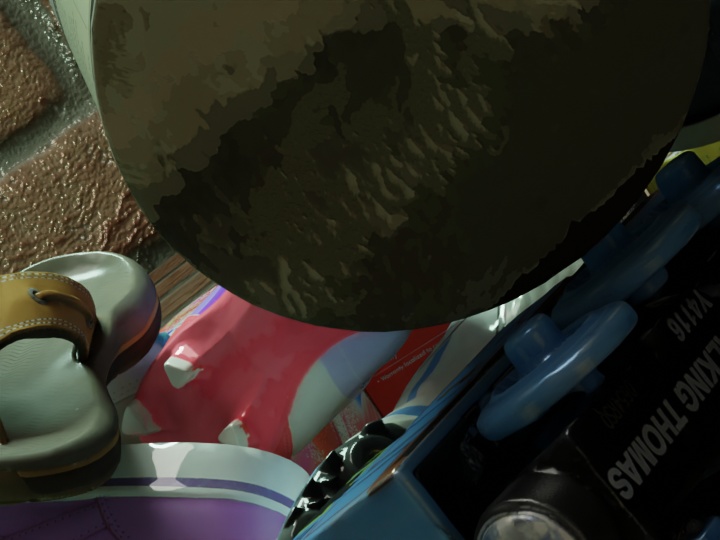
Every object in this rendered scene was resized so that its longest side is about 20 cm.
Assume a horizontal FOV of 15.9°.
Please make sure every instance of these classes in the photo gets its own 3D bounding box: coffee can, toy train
[{"bbox_3d":[-0.013,-0.091,0.663,0.146,0.147,0.200,-34,27,2],"label":"coffee can"},{"bbox_3d":[0.062,0.041,0.656,0.114,0.087,0.200,-38,3,35],"label":"toy train"}]

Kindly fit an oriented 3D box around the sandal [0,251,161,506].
[{"bbox_3d":[-0.103,0.021,0.772,0.081,0.055,0.200,-4,18,11],"label":"sandal"}]

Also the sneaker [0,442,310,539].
[{"bbox_3d":[-0.114,0.116,0.777,0.199,0.073,0.115,-7,63,28],"label":"sneaker"}]

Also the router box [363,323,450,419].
[{"bbox_3d":[0.014,-0.024,0.968,0.049,0.180,0.200,-32,6,14],"label":"router box"}]

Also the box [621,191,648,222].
[{"bbox_3d":[0.047,-0.058,0.949,0.050,0.199,0.200,-33,7,14],"label":"box"}]

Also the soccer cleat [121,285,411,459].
[{"bbox_3d":[0.000,0.000,0.793,0.200,0.067,0.076,-46,-6,36],"label":"soccer cleat"}]

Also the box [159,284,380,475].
[{"bbox_3d":[-0.039,0.059,1.010,0.102,0.095,0.200,-33,6,23],"label":"box"}]

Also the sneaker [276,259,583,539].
[{"bbox_3d":[0.034,0.061,0.776,0.200,0.072,0.073,-45,-15,-44],"label":"sneaker"}]

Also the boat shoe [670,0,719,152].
[{"bbox_3d":[0.120,-0.082,0.631,0.075,0.062,0.200,-40,7,-27],"label":"boat shoe"}]

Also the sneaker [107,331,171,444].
[{"bbox_3d":[-0.110,0.111,0.871,0.076,0.081,0.201,27,-79,-48],"label":"sneaker"}]

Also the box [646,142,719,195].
[{"bbox_3d":[0.194,-0.064,0.920,0.200,0.050,0.075,-27,9,47],"label":"box"}]
